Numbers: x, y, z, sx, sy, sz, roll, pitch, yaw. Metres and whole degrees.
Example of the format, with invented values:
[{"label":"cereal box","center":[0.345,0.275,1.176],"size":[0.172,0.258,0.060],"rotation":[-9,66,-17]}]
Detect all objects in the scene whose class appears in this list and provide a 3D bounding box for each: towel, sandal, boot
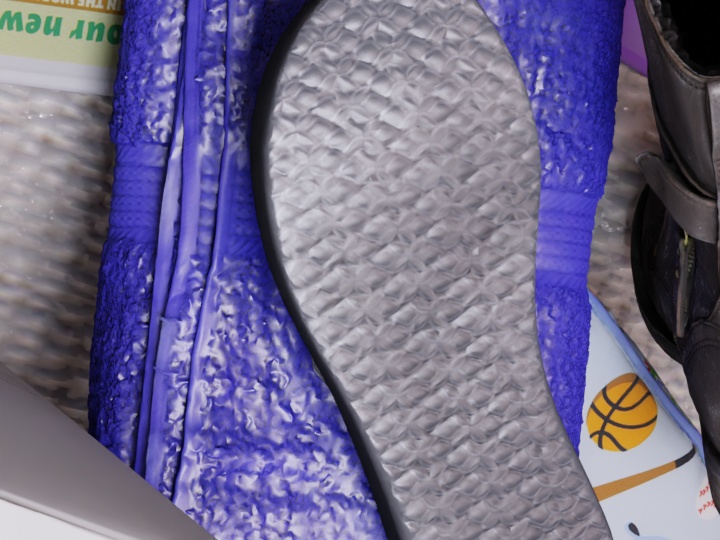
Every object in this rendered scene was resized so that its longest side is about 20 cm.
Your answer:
[{"label":"towel","center":[0.000,0.000,0.793],"size":[0.147,0.050,0.201],"rotation":[6,90,-16]},{"label":"sandal","center":[0.015,0.014,0.762],"size":[0.076,0.043,0.201],"rotation":[-17,109,-14]},{"label":"boot","center":[0.107,-0.039,0.817],"size":[0.069,0.200,0.175],"rotation":[-14,121,3]}]

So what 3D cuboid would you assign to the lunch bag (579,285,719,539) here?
[{"label":"lunch bag","center":[0.033,0.089,0.894],"size":[0.160,0.076,0.200],"rotation":[-43,123,-8]}]

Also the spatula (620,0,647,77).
[{"label":"spatula","center":[0.053,-0.112,0.857],"size":[0.200,0.021,0.057],"rotation":[25,91,-49]}]

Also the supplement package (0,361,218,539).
[{"label":"supplement package","center":[-0.130,0.083,0.721],"size":[0.120,0.200,0.122],"rotation":[25,92,-33]}]

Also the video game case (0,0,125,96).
[{"label":"video game case","center":[-0.060,-0.139,0.796],"size":[0.199,0.022,0.183],"rotation":[5,103,-32]}]
